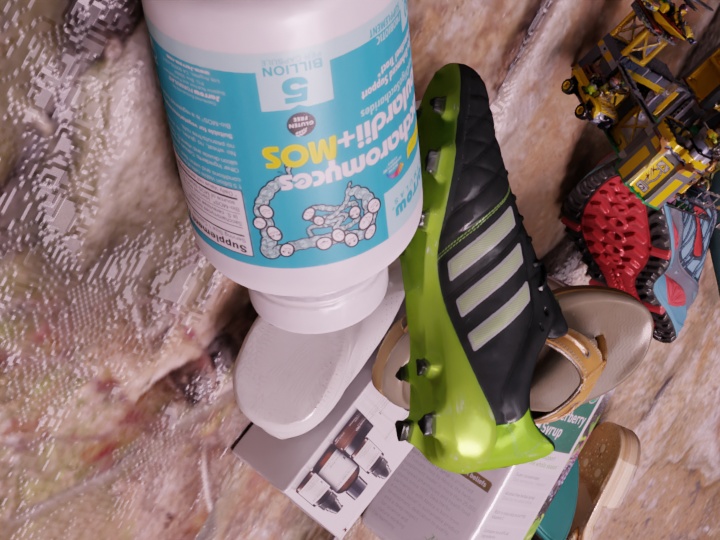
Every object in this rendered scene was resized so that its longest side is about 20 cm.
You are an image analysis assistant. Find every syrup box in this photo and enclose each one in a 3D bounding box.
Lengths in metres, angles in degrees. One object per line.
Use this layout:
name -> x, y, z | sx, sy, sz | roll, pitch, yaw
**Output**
syrup box -> 0.093, 0.100, 0.975 | 0.079, 0.081, 0.200 | 20, 101, -56

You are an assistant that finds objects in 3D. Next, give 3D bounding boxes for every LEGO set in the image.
LEGO set -> 0.230, -0.101, 0.904 | 0.200, 0.154, 0.116 | 24, 125, -33

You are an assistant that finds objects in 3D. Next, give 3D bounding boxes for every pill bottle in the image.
pill bottle -> -0.029, -0.066, 0.676 | 0.111, 0.111, 0.200 | -36, 140, -28

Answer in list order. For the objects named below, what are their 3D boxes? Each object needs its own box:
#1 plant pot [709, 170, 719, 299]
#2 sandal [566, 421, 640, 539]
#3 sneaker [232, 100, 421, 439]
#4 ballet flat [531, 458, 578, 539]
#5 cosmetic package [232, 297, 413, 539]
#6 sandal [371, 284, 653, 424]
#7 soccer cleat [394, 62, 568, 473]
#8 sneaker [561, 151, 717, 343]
plant pot -> 0.331, -0.055, 1.055 | 0.201, 0.201, 0.161 | -45, 130, -18
sandal -> 0.136, 0.206, 1.140 | 0.070, 0.078, 0.212 | 23, 91, -23
sneaker -> 0.000, 0.000, 0.812 | 0.200, 0.075, 0.088 | -56, 165, -8
ballet flat -> 0.106, 0.193, 1.058 | 0.200, 0.073, 0.073 | -73, 162, -46
cosmetic package -> 0.020, 0.054, 0.879 | 0.200, 0.051, 0.083 | -52, 145, -9
sandal -> 0.097, 0.055, 0.860 | 0.200, 0.054, 0.080 | -1, 114, -38
soccer cleat -> 0.059, -0.001, 0.743 | 0.081, 0.068, 0.200 | 2, 83, -23
sneaker -> 0.193, -0.036, 1.015 | 0.096, 0.079, 0.200 | -57, 154, -18
